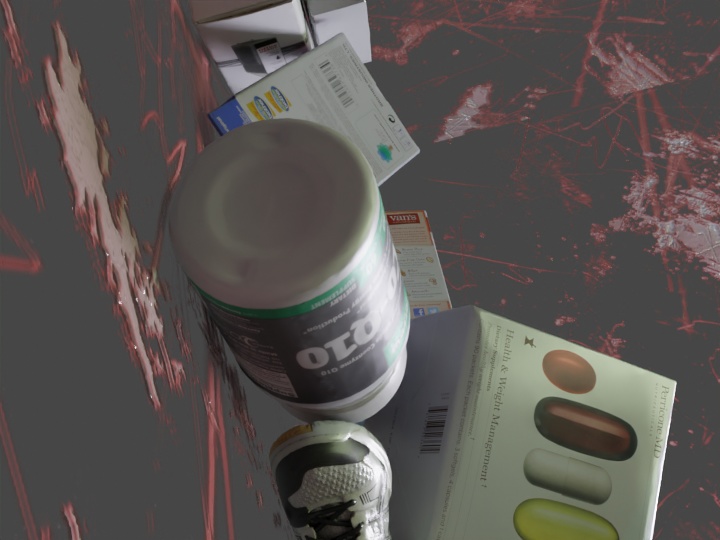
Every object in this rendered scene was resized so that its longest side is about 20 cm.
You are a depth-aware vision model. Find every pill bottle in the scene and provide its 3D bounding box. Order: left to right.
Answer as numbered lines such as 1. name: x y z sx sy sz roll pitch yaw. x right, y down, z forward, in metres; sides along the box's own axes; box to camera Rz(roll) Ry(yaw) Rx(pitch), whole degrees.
1. pill bottle: -0.031 0.012 0.673 0.200 0.112 0.114 71 6 -61

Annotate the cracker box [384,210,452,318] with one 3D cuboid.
1. cracker box: 0.051 0.054 1.168 0.134 0.057 0.201 96 -13 -45

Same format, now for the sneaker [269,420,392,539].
1. sneaker: -0.006 0.180 0.751 0.088 0.075 0.201 -102 176 -46

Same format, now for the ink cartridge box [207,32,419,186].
1. ink cartridge box: -0.038 -0.099 0.892 0.120 0.042 0.200 56 37 -7

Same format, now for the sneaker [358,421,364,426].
1. sneaker: 0.011 0.214 1.309 0.201 0.074 0.082 81 28 -50

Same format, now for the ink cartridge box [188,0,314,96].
1. ink cartridge box: -0.096 -0.241 0.964 0.200 0.082 0.148 68 8 -78

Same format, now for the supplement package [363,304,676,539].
1. supplement package: 0.116 0.154 0.918 0.147 0.199 0.192 -17 -123 62

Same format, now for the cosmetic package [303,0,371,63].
1. cosmetic package: -0.025 -0.241 1.025 0.200 0.050 0.083 63 9 -86
